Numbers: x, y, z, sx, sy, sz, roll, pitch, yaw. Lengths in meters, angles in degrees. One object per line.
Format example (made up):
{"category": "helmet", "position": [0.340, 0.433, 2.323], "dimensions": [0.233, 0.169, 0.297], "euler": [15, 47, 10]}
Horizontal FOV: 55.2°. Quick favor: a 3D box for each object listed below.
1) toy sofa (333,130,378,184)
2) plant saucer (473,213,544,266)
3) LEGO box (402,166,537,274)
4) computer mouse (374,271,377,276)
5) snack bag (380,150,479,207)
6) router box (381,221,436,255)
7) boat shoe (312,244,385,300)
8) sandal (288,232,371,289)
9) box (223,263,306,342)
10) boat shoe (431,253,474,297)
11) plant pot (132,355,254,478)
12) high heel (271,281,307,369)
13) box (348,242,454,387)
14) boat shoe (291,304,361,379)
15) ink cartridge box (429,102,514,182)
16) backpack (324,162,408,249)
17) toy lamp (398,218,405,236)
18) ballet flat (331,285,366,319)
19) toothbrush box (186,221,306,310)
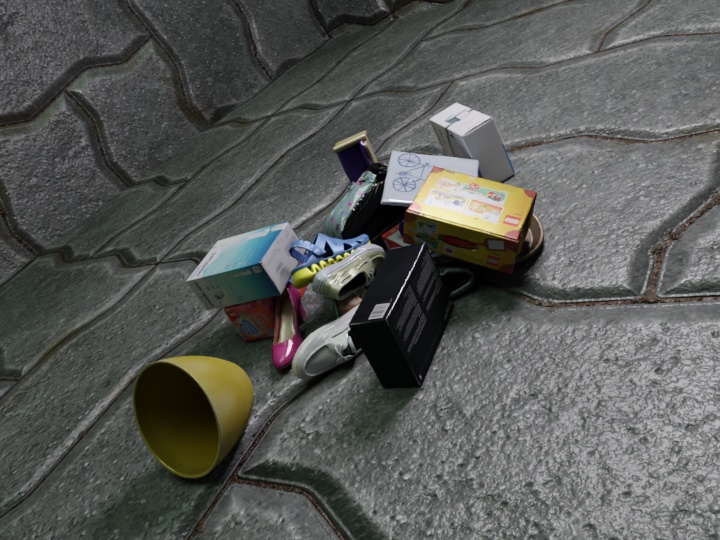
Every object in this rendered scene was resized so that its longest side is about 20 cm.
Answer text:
{"category": "toy sofa", "position": [0.013, -0.218, 1.623], "dimensions": [0.082, 0.201, 0.098], "euler": [-21, 23, 12]}
{"category": "plant saucer", "position": [0.237, -0.073, 1.273], "dimensions": [0.198, 0.030, 0.201], "euler": [1, 44, -1]}
{"category": "LEGO box", "position": [0.194, -0.093, 1.216], "dimensions": [0.199, 0.078, 0.149], "euler": [17, 46, 17]}
{"category": "computer mouse", "position": [0.000, 0.000, 1.416], "dimensions": [0.199, 0.034, 0.059], "euler": [8, 45, 33]}
{"category": "snack bag", "position": [0.150, -0.184, 1.424], "dimensions": [0.198, 0.022, 0.189], "euler": [6, 42, 5]}
{"category": "router box", "position": [0.170, -0.087, 1.418], "dimensions": [0.199, 0.049, 0.179], "euler": [-36, 28, -14]}
{"category": "boat shoe", "position": [-0.009, 0.009, 1.303], "dimensions": [0.062, 0.072, 0.200], "euler": [31, 38, 25]}
{"category": "sandal", "position": [-0.063, -0.039, 1.357], "dimensions": [0.199, 0.087, 0.079], "euler": [-23, -10, -38]}
{"category": "box", "position": [-0.196, 0.048, 1.477], "dimensions": [0.102, 0.095, 0.201], "euler": [-14, 31, 27]}
{"category": "boat shoe", "position": [0.111, 0.019, 1.263], "dimensions": [0.199, 0.071, 0.091], "euler": [-20, 22, 12]}
{"category": "plant pot", "position": [-0.263, 0.227, 1.168], "dimensions": [0.199, 0.202, 0.142], "euler": [-8, 8, 34]}
{"category": "high heel", "position": [-0.150, 0.101, 1.343], "dimensions": [0.067, 0.096, 0.201], "euler": [-15, 30, 23]}
{"category": "box", "position": [0.073, 0.072, 1.138], "dimensions": [0.078, 0.142, 0.200], "euler": [-11, 32, 34]}
{"category": "boat shoe", "position": [-0.029, 0.130, 1.224], "dimensions": [0.199, 0.072, 0.068], "euler": [-30, 25, -23]}
{"category": "ink cartridge box", "position": [0.252, -0.286, 1.574], "dimensions": [0.086, 0.147, 0.200], "euler": [-32, 27, -4]}
{"category": "backpack", "position": [0.019, -0.118, 1.518], "dimensions": [0.200, 0.167, 0.126], "euler": [-51, 23, -13]}
{"category": "toy lamp", "position": [0.129, -0.140, 1.431], "dimensions": [0.058, 0.058, 0.200], "euler": [-10, 32, 31]}
{"category": "ballet flat", "position": [-0.024, 0.045, 1.355], "dimensions": [0.072, 0.068, 0.200], "euler": [-13, 17, -5]}
{"category": "toothbrush box", "position": [-0.232, -0.009, 1.408], "dimensions": [0.199, 0.086, 0.147], "euler": [-12, 32, 29]}
